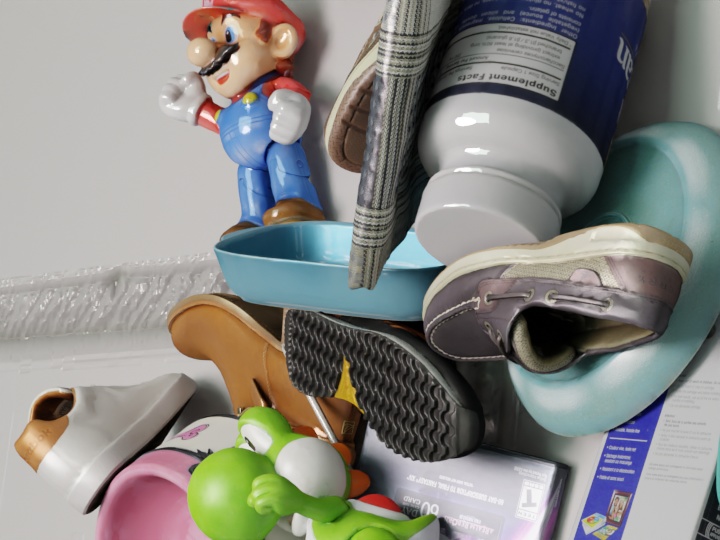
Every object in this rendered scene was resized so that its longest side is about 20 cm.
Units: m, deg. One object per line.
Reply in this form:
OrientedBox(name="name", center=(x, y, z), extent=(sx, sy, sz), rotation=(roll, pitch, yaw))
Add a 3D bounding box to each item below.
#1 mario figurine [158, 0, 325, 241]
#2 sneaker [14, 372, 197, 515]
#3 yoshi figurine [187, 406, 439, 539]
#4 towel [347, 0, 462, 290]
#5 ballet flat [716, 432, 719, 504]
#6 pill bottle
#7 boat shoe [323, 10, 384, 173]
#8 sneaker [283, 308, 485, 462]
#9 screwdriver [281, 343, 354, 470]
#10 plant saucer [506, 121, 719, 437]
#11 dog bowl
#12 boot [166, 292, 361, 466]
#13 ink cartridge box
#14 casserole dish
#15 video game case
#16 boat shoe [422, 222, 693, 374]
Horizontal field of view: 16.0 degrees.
OrientedBox(name="mario figurine", center=(-0.089, -0.112, 1.801), extent=(0.123, 0.106, 0.200), rotation=(-15, 71, 11))
OrientedBox(name="sneaker", center=(-0.176, 0.098, 1.783), extent=(0.085, 0.200, 0.073), rotation=(36, 109, 6))
OrientedBox(name="yoshi figurine", center=(-0.033, 0.168, 1.555), extent=(0.200, 0.112, 0.112), rotation=(46, 109, 33))
OrientedBox(name="towel", center=(0.035, -0.099, 1.552), extent=(0.200, 0.034, 0.193), rotation=(-56, -25, -72))
OrientedBox(name="ballet flat", center=(0.239, 0.040, 1.372), extent=(0.068, 0.068, 0.200), rotation=(5, 82, 44))
OrientedBox(name="pill bottle", center=(0.097, -0.098, 1.514), extent=(0.111, 0.111, 0.200), rotation=(-16, 47, 48))
OrientedBox(name="boat shoe", center=(0.044, -0.155, 1.690), extent=(0.202, 0.075, 0.075), rotation=(-51, 30, 20))
OrientedBox(name="sneaker", center=(0.034, 0.060, 1.592), extent=(0.200, 0.090, 0.070), rotation=(25, 120, 54))
OrientedBox(name="screwdriver", center=(-0.008, 0.129, 1.639), extent=(0.028, 0.029, 0.200), rotation=(-39, 71, 23))
OrientedBox(name="plant saucer", center=(0.145, -0.001, 1.497), extent=(0.200, 0.027, 0.200), rotation=(-40, 37, 38))
OrientedBox(name="dog bowl", center=(-0.099, 0.199, 1.685), extent=(0.200, 0.074, 0.200), rotation=(17, 114, 45))
OrientedBox(name="boot", center=(-0.072, 0.093, 1.746), extent=(0.200, 0.074, 0.155), rotation=(-9, 76, 53))
OrientedBox(name="ink cartridge box", center=(0.173, 0.116, 1.430), extent=(0.099, 0.039, 0.200), rotation=(2, 69, 55))
OrientedBox(name="casserole dish", center=(0.000, 0.000, 1.631), extent=(0.200, 0.121, 0.039), rotation=(5, 104, 34))
OrientedBox(name="video game case", center=(0.043, 0.201, 1.573), extent=(0.143, 0.019, 0.200), rotation=(12, 87, 36))
OrientedBox(name="boat shoe", center=(0.102, 0.025, 1.447), extent=(0.200, 0.072, 0.065), rotation=(-17, 48, 46))
